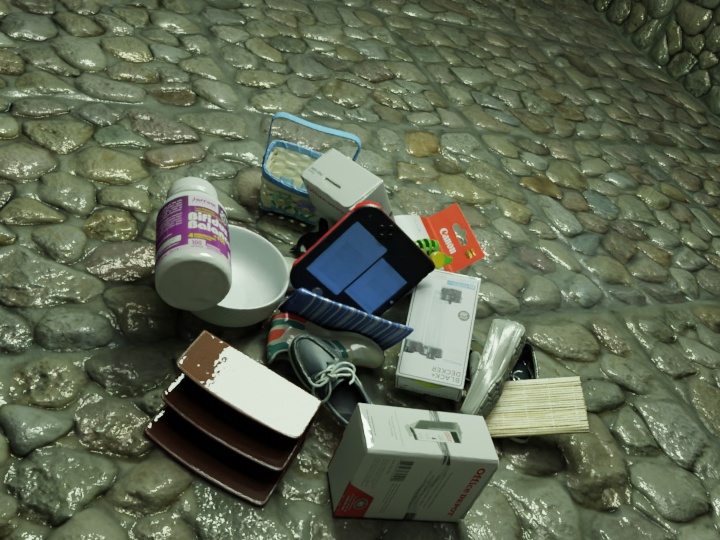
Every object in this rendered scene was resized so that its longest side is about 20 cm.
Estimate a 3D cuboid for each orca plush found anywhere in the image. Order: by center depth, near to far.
[{"bbox_3d":[-0.061,-0.057,1.358,0.103,0.073,0.200,6,6,-16],"label":"orca plush"}]

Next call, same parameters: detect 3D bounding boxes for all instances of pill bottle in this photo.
[{"bbox_3d":[-0.252,-0.047,1.150,0.110,0.113,0.202,7,42,-21],"label":"pill bottle"}]

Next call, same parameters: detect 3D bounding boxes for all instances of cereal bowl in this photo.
[{"bbox_3d":[-0.218,0.019,1.251,0.196,0.084,0.202,15,39,-12],"label":"cereal bowl"}]

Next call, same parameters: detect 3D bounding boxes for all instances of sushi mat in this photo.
[{"bbox_3d":[0.275,0.226,1.259,0.196,0.012,0.097,-4,57,0],"label":"sushi mat"}]

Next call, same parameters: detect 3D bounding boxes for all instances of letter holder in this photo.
[{"bbox_3d":[-0.177,0.203,1.044,0.198,0.102,0.143,30,39,7],"label":"letter holder"}]

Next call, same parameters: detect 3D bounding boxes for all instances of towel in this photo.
[{"bbox_3d":[-0.029,0.080,1.234,0.197,0.145,0.024,20,66,-14],"label":"towel"}]

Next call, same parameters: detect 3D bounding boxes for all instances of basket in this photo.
[{"bbox_3d":[-0.105,-0.196,1.469,0.173,0.202,0.140,16,37,-9],"label":"basket"}]

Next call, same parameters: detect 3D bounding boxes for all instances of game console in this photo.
[{"bbox_3d":[0.000,0.000,1.260,0.177,0.199,0.031,44,17,-20],"label":"game console"}]

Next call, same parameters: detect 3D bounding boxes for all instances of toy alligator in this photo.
[{"bbox_3d":[0.082,-0.023,1.348,0.197,0.055,0.059,-12,8,-30],"label":"toy alligator"}]

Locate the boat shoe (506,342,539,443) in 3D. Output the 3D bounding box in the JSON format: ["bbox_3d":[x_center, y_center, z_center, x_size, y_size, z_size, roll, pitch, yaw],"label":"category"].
[{"bbox_3d":[0.280,0.207,1.321,0.074,0.062,0.201,26,38,-1],"label":"boat shoe"}]

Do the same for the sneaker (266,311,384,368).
[{"bbox_3d":[-0.059,0.140,1.223,0.196,0.071,0.095,19,55,-10],"label":"sneaker"}]

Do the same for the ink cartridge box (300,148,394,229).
[{"bbox_3d":[-0.010,-0.097,1.369,0.083,0.201,0.146,-40,52,-16],"label":"ink cartridge box"}]

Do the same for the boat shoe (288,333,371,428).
[{"bbox_3d":[-0.036,0.175,1.136,0.074,0.062,0.202,-33,81,-13],"label":"boat shoe"}]

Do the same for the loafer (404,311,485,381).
[{"bbox_3d":[0.162,0.132,1.327,0.198,0.076,0.070,32,24,9],"label":"loafer"}]

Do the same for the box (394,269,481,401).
[{"bbox_3d":[0.131,0.104,1.278,0.114,0.060,0.203,12,64,7],"label":"box"}]

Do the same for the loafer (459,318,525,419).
[{"bbox_3d":[0.207,0.165,1.258,0.069,0.071,0.201,18,55,27],"label":"loafer"}]

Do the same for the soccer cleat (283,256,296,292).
[{"bbox_3d":[-0.073,0.010,1.347,0.197,0.078,0.070,23,37,-2],"label":"soccer cleat"}]

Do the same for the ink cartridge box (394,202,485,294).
[{"bbox_3d":[0.117,-0.049,1.456,0.197,0.048,0.162,-25,48,4],"label":"ink cartridge box"}]

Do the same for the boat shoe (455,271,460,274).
[{"bbox_3d":[0.142,-0.008,1.508,0.071,0.070,0.202,22,25,-44],"label":"boat shoe"}]

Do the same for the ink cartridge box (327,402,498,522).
[{"bbox_3d":[0.070,0.270,1.061,0.196,0.148,0.084,10,37,-20],"label":"ink cartridge box"}]
